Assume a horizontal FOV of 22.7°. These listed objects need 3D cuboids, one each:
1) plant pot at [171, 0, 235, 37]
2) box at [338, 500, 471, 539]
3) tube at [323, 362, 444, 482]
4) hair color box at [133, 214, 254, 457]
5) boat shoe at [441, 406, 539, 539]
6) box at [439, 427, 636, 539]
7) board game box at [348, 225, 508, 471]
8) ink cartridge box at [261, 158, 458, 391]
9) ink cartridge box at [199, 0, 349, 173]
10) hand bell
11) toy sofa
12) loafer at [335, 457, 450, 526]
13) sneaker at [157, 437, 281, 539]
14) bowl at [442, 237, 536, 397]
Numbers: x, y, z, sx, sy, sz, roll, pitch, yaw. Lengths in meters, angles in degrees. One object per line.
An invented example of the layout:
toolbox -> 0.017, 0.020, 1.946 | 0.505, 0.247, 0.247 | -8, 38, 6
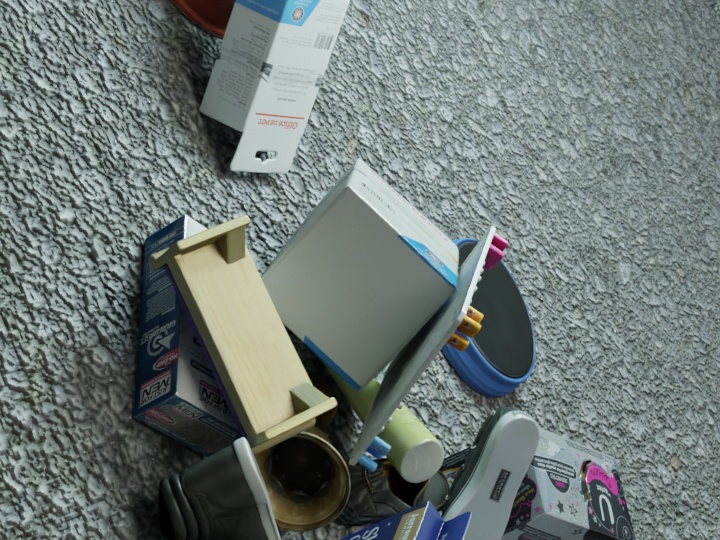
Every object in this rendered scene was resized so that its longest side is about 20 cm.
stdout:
plant pot -> -0.109, -0.386, 1.945 | 0.200, 0.194, 0.202 | 37, 40, -39
box -> 0.004, 0.275, 1.616 | 0.033, 0.199, 0.121 | 54, 31, -16
tube -> 0.018, 0.140, 1.833 | 0.200, 0.051, 0.059 | 47, -33, 50
hair color box -> -0.153, 0.060, 1.668 | 0.100, 0.060, 0.202 | 34, 41, -38
boat shoe -> 0.127, 0.238, 1.906 | 0.068, 0.201, 0.057 | 28, 1, -25
box -> 0.199, 0.263, 2.009 | 0.199, 0.131, 0.116 | 24, 47, -48
board game box -> 0.068, 0.075, 1.717 | 0.026, 0.201, 0.200 | 33, 28, -3
ink cartridge box -> 0.000, 0.000, 1.788 | 0.147, 0.145, 0.200 | 42, 11, -4
ink cartridge box -> -0.097, -0.209, 1.897 | 0.067, 0.202, 0.116 | 27, 15, 29
hand bell -> -0.049, 0.161, 1.763 | 0.105, 0.104, 0.200 | 56, 18, -15
toy sofa -> -0.112, 0.062, 1.609 | 0.082, 0.097, 0.202 | -23, 86, -33
loafer -> 0.045, 0.226, 1.849 | 0.199, 0.072, 0.073 | 3, 64, -58
sneaker -> -0.125, 0.225, 1.592 | 0.201, 0.098, 0.071 | 76, -7, -53
bowl -> 0.148, 0.053, 2.181 | 0.200, 0.039, 0.202 | 38, 38, -38
